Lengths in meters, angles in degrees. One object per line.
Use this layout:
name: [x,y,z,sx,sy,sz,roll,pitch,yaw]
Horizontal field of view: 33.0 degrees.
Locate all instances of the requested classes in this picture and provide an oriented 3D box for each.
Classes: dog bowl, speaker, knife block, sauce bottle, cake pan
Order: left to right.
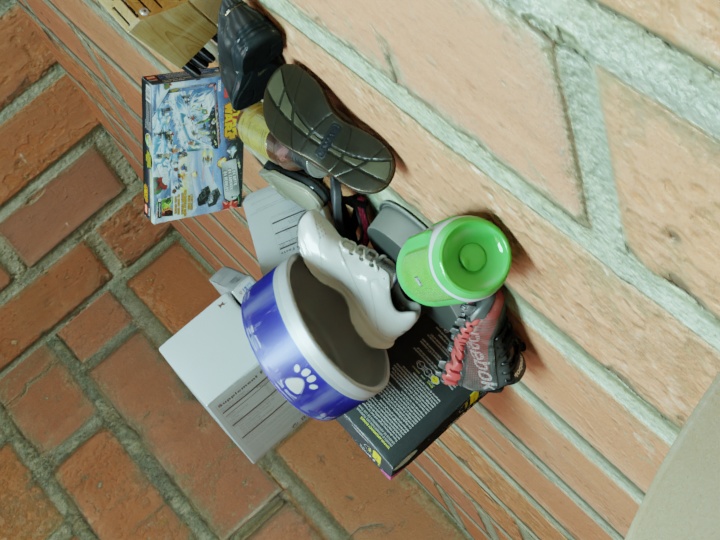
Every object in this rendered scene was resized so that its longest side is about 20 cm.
knife block: [-0.224,-0.275,1.407,0.064,0.200,0.176,46,140,13]
sauce bottle: [-0.093,-0.164,1.549,0.200,0.066,0.066,34,162,52]
dog bowl: [-0.054,0.082,1.507,0.200,0.079,0.200,45,-157,-25]
cake pan: [0.078,0.003,1.492,0.200,0.037,0.200,47,170,11]
speaker: [0.093,-0.007,1.256,0.089,0.088,0.200,50,170,-4]

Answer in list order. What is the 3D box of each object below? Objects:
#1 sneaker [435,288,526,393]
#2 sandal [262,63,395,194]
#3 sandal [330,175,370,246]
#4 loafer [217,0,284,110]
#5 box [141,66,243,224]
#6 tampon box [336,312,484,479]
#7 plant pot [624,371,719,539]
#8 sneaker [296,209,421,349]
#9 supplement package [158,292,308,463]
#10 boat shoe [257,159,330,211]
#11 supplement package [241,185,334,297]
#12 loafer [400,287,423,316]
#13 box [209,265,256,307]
sneaker: [0.149,0.081,1.387,0.098,0.071,0.201,23,148,9]
sandal: [-0.032,-0.152,1.349,0.200,0.082,0.055,38,-172,23]
sandal: [-0.006,-0.058,1.575,0.200,0.045,0.075,73,-169,-51]
loafer: [-0.132,-0.249,1.406,0.072,0.073,0.200,56,162,10]
box: [-0.225,-0.170,1.643,0.040,0.136,0.201,40,133,47]
tampon box: [0.074,0.167,1.648,0.126,0.200,0.150,47,171,12]
plant pot: [0.306,0.210,0.863,0.200,0.177,0.200,37,164,49]
sneaker: [0.000,0.000,1.506,0.200,0.087,0.075,50,-146,-8]
supplement package: [-0.157,0.144,1.594,0.117,0.117,0.200,45,168,32]
boat shoe: [-0.080,-0.125,1.597,0.072,0.068,0.200,46,176,-22]
supplement package: [-0.080,-0.020,1.691,0.114,0.109,0.201,62,-173,-51]
loafer: [0.037,0.045,1.717,0.067,0.076,0.200,37,165,28]
box: [-0.116,0.084,1.632,0.200,0.036,0.144,53,168,-17]
